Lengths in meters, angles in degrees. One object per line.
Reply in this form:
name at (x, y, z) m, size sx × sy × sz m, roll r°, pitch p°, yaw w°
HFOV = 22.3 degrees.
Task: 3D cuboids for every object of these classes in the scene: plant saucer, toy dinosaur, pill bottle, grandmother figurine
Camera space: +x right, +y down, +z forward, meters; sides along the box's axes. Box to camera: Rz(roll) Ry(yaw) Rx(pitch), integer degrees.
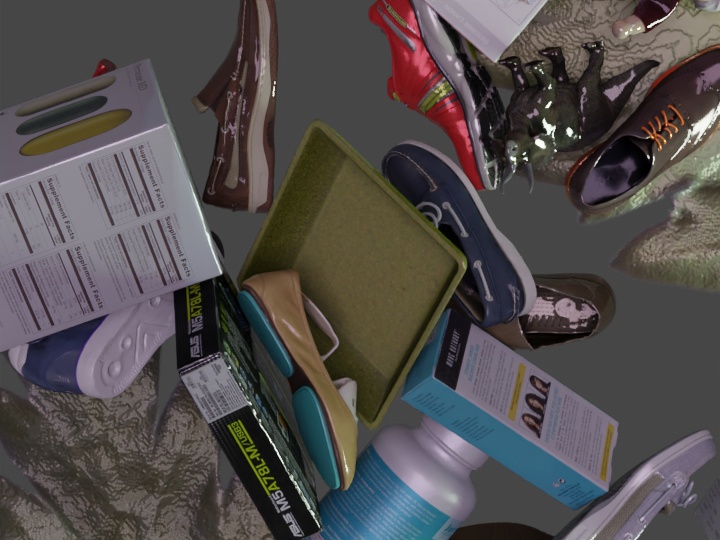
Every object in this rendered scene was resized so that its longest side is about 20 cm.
plant saucer at (0.000, 0.000, 1.592) m, size 0.200 × 0.048 × 0.200 m, roll 45°, pitch 127°, yaw 24°
toy dinosaur at (0.177, -0.143, 1.605) m, size 0.200 × 0.077 × 0.103 m, roll -21°, pitch 108°, yaw -34°
pill bottle at (0.028, 0.216, 1.639) m, size 0.111 × 0.111 × 0.200 m, roll 40°, pitch 98°, yaw -2°
grandmother figurine at (0.241, -0.258, 1.569) m, size 0.199 × 0.061 × 0.122 m, roll 5°, pitch 109°, yaw -22°

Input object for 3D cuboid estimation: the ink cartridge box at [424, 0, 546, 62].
ink cartridge box at (0.097, -0.306, 1.591) m, size 0.200 × 0.045 × 0.176 m, roll 42°, pitch 85°, yaw -2°

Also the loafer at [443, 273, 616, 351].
loafer at (0.130, 0.036, 1.634) m, size 0.199 × 0.067 × 0.076 m, roll -9°, pitch 96°, yaw 4°

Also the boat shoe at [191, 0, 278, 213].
boat shoe at (-0.112, -0.151, 1.618) m, size 0.075 × 0.075 × 0.203 m, roll 1°, pitch 97°, yaw -5°

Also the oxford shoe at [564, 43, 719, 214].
oxford shoe at (0.266, -0.120, 1.606) m, size 0.071 × 0.073 × 0.200 m, roll 44°, pitch 97°, yaw -2°

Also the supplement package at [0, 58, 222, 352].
supplement package at (-0.242, -0.058, 1.554) m, size 0.199 × 0.152 × 0.151 m, roll -19°, pitch 120°, yaw -3°

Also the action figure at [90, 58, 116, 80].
action figure at (-0.270, -0.096, 1.650) m, size 0.065 × 0.052 × 0.200 m, roll 41°, pitch 102°, yaw 3°

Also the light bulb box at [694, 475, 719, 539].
light bulb box at (0.404, 0.186, 1.573) m, size 0.125 × 0.198 × 0.200 m, roll 33°, pitch 98°, yaw -3°

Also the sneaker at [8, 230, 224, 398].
sneaker at (-0.232, 0.027, 1.648) m, size 0.200 × 0.146 × 0.081 m, roll -52°, pitch 135°, yaw -29°

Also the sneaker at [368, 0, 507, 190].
sneaker at (0.068, -0.160, 1.623) m, size 0.085 × 0.077 × 0.201 m, roll -21°, pitch 95°, yaw 25°

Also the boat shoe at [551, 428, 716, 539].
boat shoe at (0.245, 0.216, 1.621) m, size 0.202 × 0.074 × 0.065 m, roll -37°, pitch 83°, yaw -22°

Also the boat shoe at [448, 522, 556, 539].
boat shoe at (0.168, 0.278, 1.659) m, size 0.199 × 0.073 × 0.063 m, roll 9°, pitch 117°, yaw 1°

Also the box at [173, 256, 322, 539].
box at (-0.098, 0.105, 1.563) m, size 0.047 × 0.193 × 0.200 m, roll -25°, pitch 118°, yaw 4°

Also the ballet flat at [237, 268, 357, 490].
ballet flat at (-0.037, 0.089, 1.573) m, size 0.063 × 0.069 × 0.201 m, roll -24°, pitch 88°, yaw -23°

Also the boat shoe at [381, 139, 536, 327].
boat shoe at (0.073, -0.031, 1.597) m, size 0.062 × 0.075 × 0.200 m, roll -20°, pitch 66°, yaw -34°

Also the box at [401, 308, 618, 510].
box at (0.134, 0.124, 1.607) m, size 0.200 × 0.082 × 0.049 m, roll 34°, pitch 135°, yaw -17°
